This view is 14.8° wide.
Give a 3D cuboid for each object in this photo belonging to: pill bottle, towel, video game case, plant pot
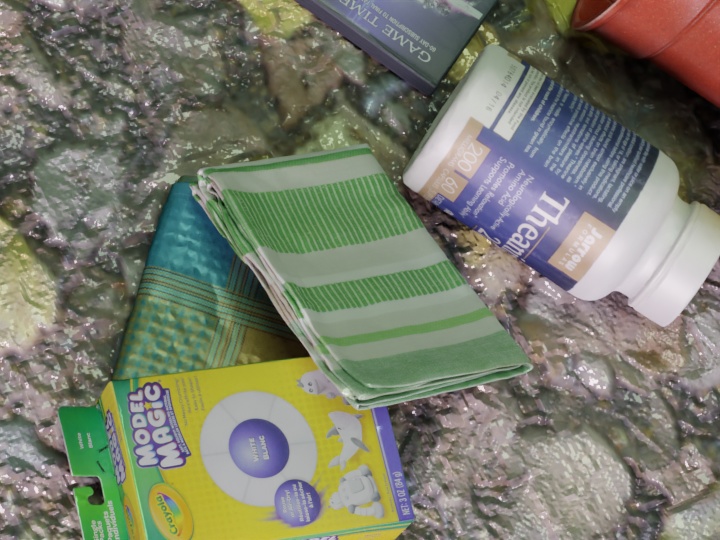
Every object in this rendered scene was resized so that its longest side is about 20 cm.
[{"bbox_3d":[0.137,-0.050,1.806,0.200,0.111,0.111,33,60,-2],"label":"pill bottle"},{"bbox_3d":[-0.076,0.048,1.741,0.146,0.022,0.200,20,63,-10],"label":"towel"},{"bbox_3d":[0.041,-0.231,1.908,0.143,0.019,0.200,36,61,-1],"label":"video game case"},{"bbox_3d":[0.000,0.000,1.741,0.152,0.023,0.200,-11,52,-40],"label":"towel"},{"bbox_3d":[0.281,-0.185,1.882,0.195,0.201,0.201,37,60,-9],"label":"plant pot"}]

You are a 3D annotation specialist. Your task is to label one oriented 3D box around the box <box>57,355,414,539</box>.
[{"bbox_3d":[-0.077,0.117,1.674,0.200,0.048,0.118,-8,70,-20],"label":"box"}]
